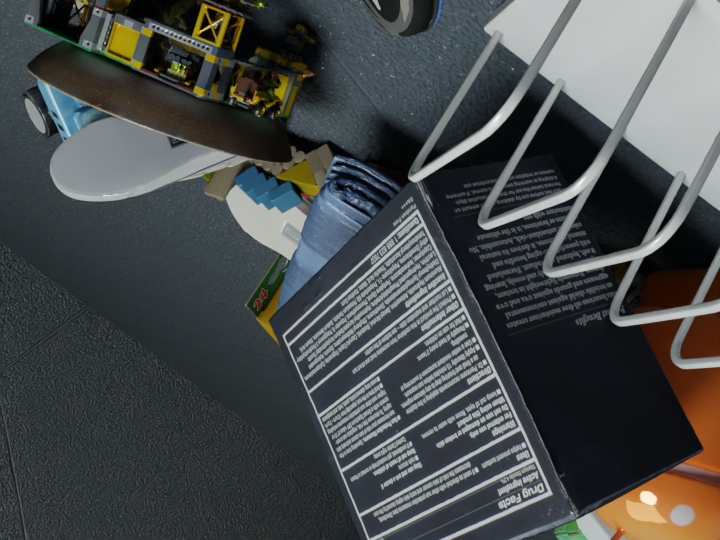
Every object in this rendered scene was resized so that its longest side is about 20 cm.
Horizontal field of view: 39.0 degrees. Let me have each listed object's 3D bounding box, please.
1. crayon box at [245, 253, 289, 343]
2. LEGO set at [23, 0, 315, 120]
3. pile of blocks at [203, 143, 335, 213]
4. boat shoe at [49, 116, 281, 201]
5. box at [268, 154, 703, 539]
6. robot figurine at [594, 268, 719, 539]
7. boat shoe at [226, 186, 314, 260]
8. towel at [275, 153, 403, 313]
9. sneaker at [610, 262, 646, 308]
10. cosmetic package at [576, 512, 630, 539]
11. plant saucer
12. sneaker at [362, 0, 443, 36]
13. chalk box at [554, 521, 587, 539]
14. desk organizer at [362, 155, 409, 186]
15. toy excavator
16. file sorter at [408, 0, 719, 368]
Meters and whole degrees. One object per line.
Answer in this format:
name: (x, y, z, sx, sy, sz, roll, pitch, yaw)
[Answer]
crayon box: (-0.041, 0.039, 1.120, 0.051, 0.127, 0.200, 22, 162, 28)
LEGO set: (-0.118, -0.190, 0.686, 0.199, 0.116, 0.154, 27, -167, 27)
pile of blocks: (-0.088, -0.084, 0.925, 0.199, 0.082, 0.062, 22, 166, 31)
boat shoe: (-0.162, -0.102, 0.873, 0.070, 0.199, 0.071, 80, 170, -74)
box: (0.066, 0.068, 0.632, 0.200, 0.123, 0.199, -42, 66, 50)
robot figurine: (0.218, 0.101, 0.692, 0.116, 0.201, 0.144, 11, 168, 21)
boat shoe: (-0.053, -0.051, 0.986, 0.200, 0.072, 0.068, 34, -158, 30)
towel: (0.000, 0.000, 0.808, 0.111, 0.049, 0.200, 33, 143, 4)
sneaker: (0.138, 0.046, 0.806, 0.199, 0.078, 0.082, -22, 110, 19)
cosmetic package: (0.280, 0.180, 0.741, 0.151, 0.199, 0.052, 53, 165, 54)
plant saucer: (-0.139, -0.128, 0.743, 0.199, 0.032, 0.200, 21, -168, -5)
sneaker: (-0.027, -0.188, 0.506, 0.071, 0.083, 0.200, 15, 157, 45)
chalk box: (0.249, 0.190, 0.868, 0.124, 0.201, 0.124, 16, 162, -1)
desk organizer: (0.033, 0.008, 0.890, 0.077, 0.072, 0.201, 18, 141, 29)
toy excavator: (-0.223, -0.161, 0.895, 0.200, 0.100, 0.195, 9, 124, 56)
file sorter: (0.147, -0.052, 0.519, 0.200, 0.125, 0.139, 34, 164, -10)
